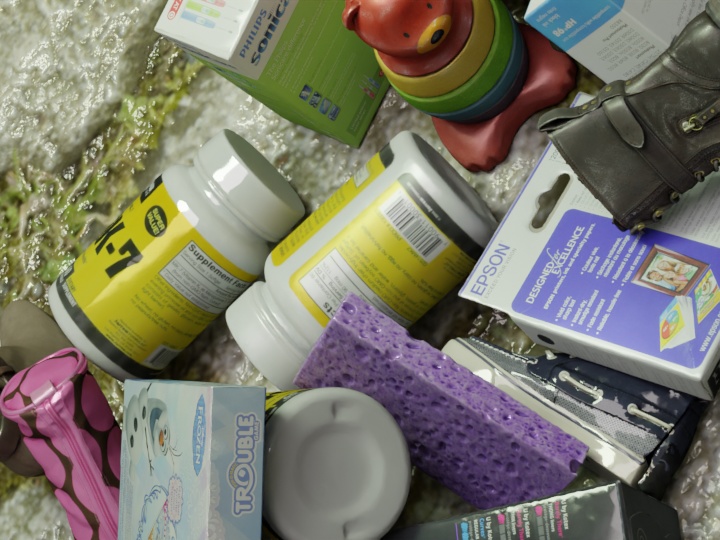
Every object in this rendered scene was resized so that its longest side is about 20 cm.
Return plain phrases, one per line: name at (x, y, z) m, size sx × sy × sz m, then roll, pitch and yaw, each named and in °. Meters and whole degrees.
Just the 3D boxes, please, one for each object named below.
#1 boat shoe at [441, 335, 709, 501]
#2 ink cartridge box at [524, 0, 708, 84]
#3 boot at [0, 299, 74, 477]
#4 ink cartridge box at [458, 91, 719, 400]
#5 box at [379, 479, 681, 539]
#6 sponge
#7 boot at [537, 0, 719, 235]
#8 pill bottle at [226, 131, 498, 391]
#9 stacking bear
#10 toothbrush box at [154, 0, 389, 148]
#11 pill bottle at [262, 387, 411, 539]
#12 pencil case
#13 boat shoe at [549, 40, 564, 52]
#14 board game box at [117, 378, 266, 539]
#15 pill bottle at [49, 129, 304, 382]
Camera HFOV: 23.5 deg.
boat shoe at (0.157, 0.080, 1.250) m, size 0.200 × 0.075 × 0.093 m, roll 33°, pitch 81°, yaw 28°
ink cartridge box at (0.223, -0.172, 1.230) m, size 0.067 × 0.200 × 0.116 m, roll -35°, pitch 26°, yaw 50°
boot at (-0.296, 0.087, 1.451) m, size 0.070 × 0.146 × 0.200 m, roll -42°, pitch 58°, yaw 13°
ink cartridge box at (0.201, -0.023, 1.236) m, size 0.199 × 0.043 × 0.198 m, roll 20°, pitch 66°, yaw 32°
box at (0.114, 0.223, 1.189) m, size 0.199 × 0.122 × 0.107 m, roll -17°, pitch 66°, yaw 25°
sponge at (0.053, 0.102, 1.225) m, size 0.200 × 0.112 × 0.030 m, roll 33°, pitch 56°, yaw 1°
boot at (0.241, -0.083, 1.174) m, size 0.174 × 0.200 × 0.069 m, roll -43°, pitch 13°, yaw 26°
pill bottle at (0.000, 0.000, 1.323) m, size 0.200 × 0.114 × 0.114 m, roll -42°, pitch 59°, yaw 12°
stacking bear at (0.059, -0.174, 1.303) m, size 0.121 × 0.200 × 0.114 m, roll -45°, pitch 58°, yaw 10°
toothbrush box at (-0.048, -0.205, 1.375) m, size 0.086 × 0.200 × 0.146 m, roll 24°, pitch 88°, yaw 33°
pill bottle at (-0.054, 0.143, 1.240) m, size 0.200 × 0.114 × 0.115 m, roll -14°, pitch 62°, yaw 65°
pencil case at (-0.208, 0.164, 1.356) m, size 0.090 × 0.094 × 0.201 m, roll -25°, pitch 104°, yaw 7°
boat shoe at (0.178, -0.252, 1.347) m, size 0.074 × 0.076 × 0.201 m, roll 0°, pitch 61°, yaw -4°
board game box at (-0.120, 0.176, 1.189) m, size 0.199 × 0.043 × 0.201 m, roll 176°, pitch 97°, yaw -67°
pill bottle at (-0.148, -0.012, 1.411) m, size 0.200 × 0.114 × 0.114 m, roll -44°, pitch 58°, yaw 10°
